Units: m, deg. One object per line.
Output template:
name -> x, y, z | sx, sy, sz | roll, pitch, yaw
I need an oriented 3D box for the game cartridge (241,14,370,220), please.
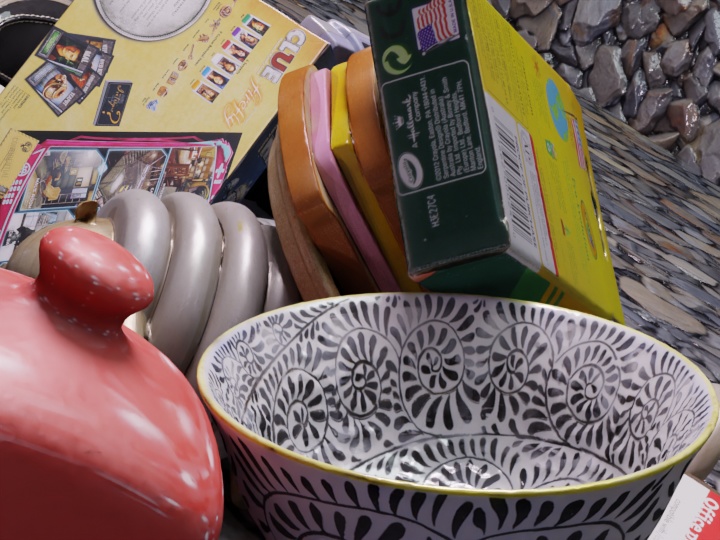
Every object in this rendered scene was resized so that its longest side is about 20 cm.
game cartridge -> -0.029, -0.083, 1.167 | 0.038, 0.130, 0.200 | 50, 12, 12

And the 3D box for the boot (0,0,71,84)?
boot -> -0.176, -0.125, 1.422 | 0.150, 0.074, 0.199 | 38, 10, 33

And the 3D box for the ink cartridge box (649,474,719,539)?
ink cartridge box -> 0.117, 0.138, 1.008 | 0.199, 0.068, 0.116 | 32, 31, 10

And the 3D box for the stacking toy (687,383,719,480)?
stacking toy -> 0.148, 0.070, 1.327 | 0.199, 0.086, 0.085 | 31, 13, -9

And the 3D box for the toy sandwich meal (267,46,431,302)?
toy sandwich meal -> 0.023, -0.014, 0.947 | 0.206, 0.070, 0.206 | 53, 20, -29

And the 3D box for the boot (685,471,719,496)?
boot -> 0.136, 0.144, 1.129 | 0.198, 0.074, 0.076 | 24, 34, -11

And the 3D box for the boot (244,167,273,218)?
boot -> 0.000, 0.000, 1.080 | 0.198, 0.074, 0.163 | -36, 75, -27

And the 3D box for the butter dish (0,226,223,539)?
butter dish -> -0.121, 0.054, 0.694 | 0.199, 0.149, 0.200 | 25, 15, -20

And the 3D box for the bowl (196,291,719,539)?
bowl -> 0.034, 0.084, 0.767 | 0.198, 0.095, 0.201 | 3, 19, -1

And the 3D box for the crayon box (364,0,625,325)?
crayon box -> 0.067, -0.041, 0.923 | 0.200, 0.050, 0.128 | 30, 49, -64

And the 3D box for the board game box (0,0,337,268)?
board game box -> -0.123, -0.068, 1.041 | 0.135, 0.201, 0.035 | 33, -11, 17

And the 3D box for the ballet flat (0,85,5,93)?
ballet flat -> -0.217, -0.084, 1.187 | 0.069, 0.070, 0.200 | 33, 14, 15

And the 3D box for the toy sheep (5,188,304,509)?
toy sheep -> -0.075, 0.032, 0.929 | 0.199, 0.139, 0.138 | 26, 13, -26
